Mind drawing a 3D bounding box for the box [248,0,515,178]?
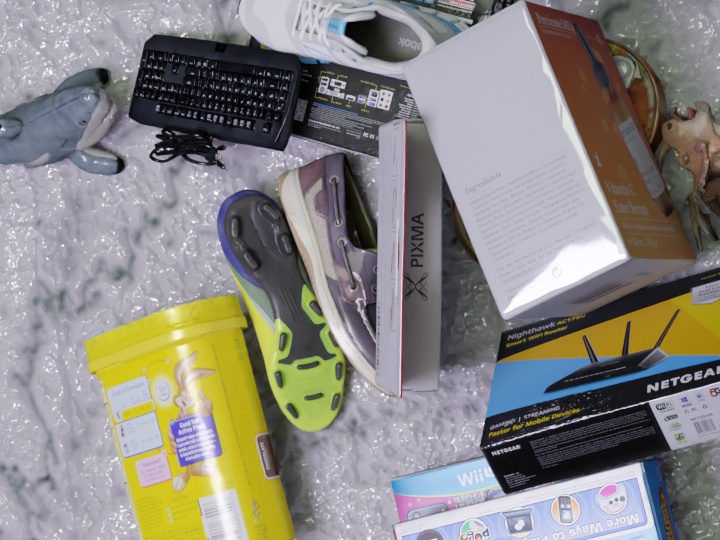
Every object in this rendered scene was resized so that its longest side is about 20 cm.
[{"bbox_3d":[0.009,-0.171,1.769,0.199,0.049,0.160,16,92,23],"label":"box"}]

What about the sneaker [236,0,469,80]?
[{"bbox_3d":[-0.012,-0.189,1.708,0.199,0.087,0.075,14,95,24],"label":"sneaker"}]

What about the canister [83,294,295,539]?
[{"bbox_3d":[-0.135,0.135,1.785,0.148,0.086,0.201,-20,83,45],"label":"canister"}]

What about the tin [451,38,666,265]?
[{"bbox_3d":[0.152,-0.085,1.713,0.112,0.042,0.200,40,103,15],"label":"tin"}]

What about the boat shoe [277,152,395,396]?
[{"bbox_3d":[0.000,0.000,1.756,0.065,0.072,0.201,-30,74,21],"label":"boat shoe"}]

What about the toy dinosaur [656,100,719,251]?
[{"bbox_3d":[0.287,-0.033,1.604,0.135,0.086,0.201,-20,48,24],"label":"toy dinosaur"}]

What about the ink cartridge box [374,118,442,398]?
[{"bbox_3d":[0.040,-0.010,1.636,0.043,0.174,0.201,1,91,-6],"label":"ink cartridge box"}]

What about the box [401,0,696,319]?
[{"bbox_3d":[0.138,-0.077,1.614,0.106,0.152,0.201,-26,79,25],"label":"box"}]

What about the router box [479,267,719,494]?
[{"bbox_3d":[0.193,0.077,1.632,0.199,0.149,0.051,-18,118,21],"label":"router box"}]

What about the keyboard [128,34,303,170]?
[{"bbox_3d":[-0.128,-0.132,1.789,0.200,0.040,0.105,13,95,48],"label":"keyboard"}]

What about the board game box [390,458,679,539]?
[{"bbox_3d":[0.143,0.256,1.629,0.199,0.056,0.197,-16,83,20],"label":"board game box"}]

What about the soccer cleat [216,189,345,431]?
[{"bbox_3d":[-0.061,0.030,1.790,0.064,0.084,0.201,-20,99,-7],"label":"soccer cleat"}]

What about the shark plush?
[{"bbox_3d":[-0.288,-0.126,1.874,0.199,0.083,0.091,0,89,23],"label":"shark plush"}]

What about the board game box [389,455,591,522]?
[{"bbox_3d":[0.118,0.239,1.704,0.147,0.064,0.201,-16,82,21],"label":"board game box"}]
